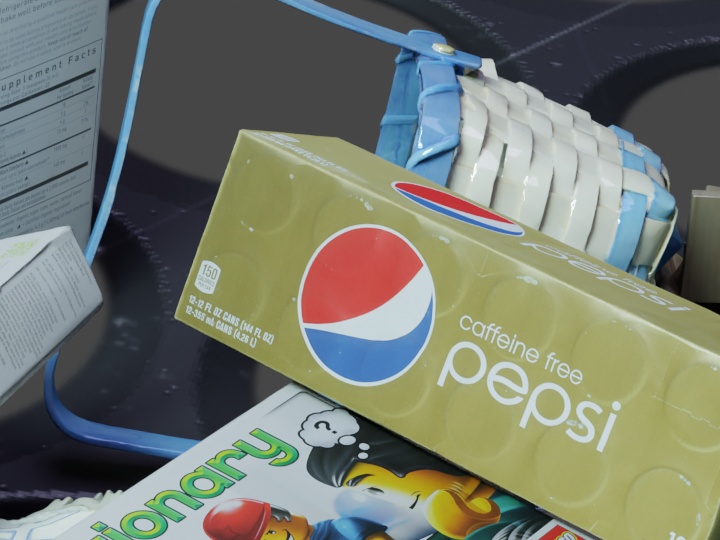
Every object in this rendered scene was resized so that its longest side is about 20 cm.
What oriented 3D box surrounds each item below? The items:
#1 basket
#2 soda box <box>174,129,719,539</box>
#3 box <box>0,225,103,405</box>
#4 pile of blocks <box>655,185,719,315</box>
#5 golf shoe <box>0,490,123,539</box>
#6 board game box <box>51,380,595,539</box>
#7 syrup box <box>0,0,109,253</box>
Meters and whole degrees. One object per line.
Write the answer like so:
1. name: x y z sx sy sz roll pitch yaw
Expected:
1. basket: 0.000 0.000 1.071 0.199 0.177 0.139 16 16 -11
2. soda box: 0.044 0.023 0.938 0.199 0.068 0.064 26 12 27
3. box: -0.201 0.045 0.995 0.199 0.037 0.144 -9 22 33
4. pile of blocks: 0.115 -0.007 1.178 0.199 0.083 0.062 5 27 -4
5. golf shoe: -0.115 0.114 0.963 0.199 0.079 0.097 15 38 29
6. board game box: -0.035 0.110 0.862 0.126 0.035 0.200 26 39 30
7. syrup box: -0.148 -0.070 1.115 0.079 0.201 0.081 30 39 31
